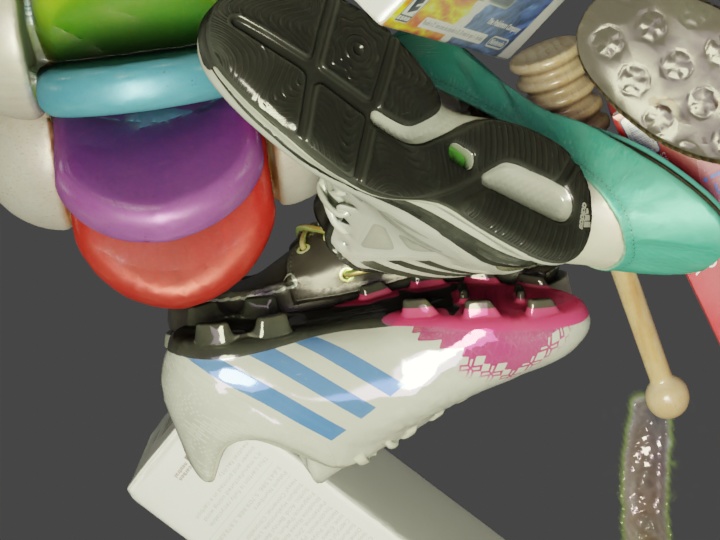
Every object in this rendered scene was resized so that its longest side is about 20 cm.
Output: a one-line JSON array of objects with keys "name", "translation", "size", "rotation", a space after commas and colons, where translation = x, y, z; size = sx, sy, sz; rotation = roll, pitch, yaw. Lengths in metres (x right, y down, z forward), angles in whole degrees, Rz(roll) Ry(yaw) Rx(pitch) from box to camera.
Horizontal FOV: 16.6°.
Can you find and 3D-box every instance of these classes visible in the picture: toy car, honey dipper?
[{"name": "toy car", "translation": [-0.092, -0.065, 1.115], "size": [0.174, 0.151, 0.200], "rotation": [-7, 144, 0]}, {"name": "honey dipper", "translation": [0.121, -0.017, 1.203], "size": [0.038, 0.038, 0.201], "rotation": [-18, 109, 8]}]

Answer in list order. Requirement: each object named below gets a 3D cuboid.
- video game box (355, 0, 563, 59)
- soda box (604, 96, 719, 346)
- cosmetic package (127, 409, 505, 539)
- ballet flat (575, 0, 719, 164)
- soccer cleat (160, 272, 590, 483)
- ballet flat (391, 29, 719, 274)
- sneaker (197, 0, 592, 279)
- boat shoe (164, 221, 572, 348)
[{"name": "video game box", "translation": [0.086, -0.177, 1.076], "size": [0.047, 0.200, 0.182], "rotation": [44, 104, 13]}, {"name": "soda box", "translation": [0.187, -0.006, 1.183], "size": [0.063, 0.070, 0.201], "rotation": [-25, 101, 8]}, {"name": "cosmetic package", "translation": [-0.011, 0.129, 1.217], "size": [0.200, 0.102, 0.074], "rotation": [39, 105, -6]}, {"name": "ballet flat", "translation": [0.189, -0.073, 1.115], "size": [0.199, 0.046, 0.068], "rotation": [22, 98, -3]}, {"name": "soccer cleat", "translation": [0.008, 0.051, 1.138], "size": [0.199, 0.070, 0.087], "rotation": [-6, 106, -5]}, {"name": "ballet flat", "translation": [0.075, -0.043, 1.141], "size": [0.200, 0.070, 0.068], "rotation": [34, 145, 24]}, {"name": "sneaker", "translation": [-0.008, -0.044, 1.058], "size": [0.200, 0.076, 0.115], "rotation": [30, 149, -28]}, {"name": "boat shoe", "translation": [0.000, 0.000, 1.198], "size": [0.200, 0.072, 0.061], "rotation": [-9, 101, -2]}]
